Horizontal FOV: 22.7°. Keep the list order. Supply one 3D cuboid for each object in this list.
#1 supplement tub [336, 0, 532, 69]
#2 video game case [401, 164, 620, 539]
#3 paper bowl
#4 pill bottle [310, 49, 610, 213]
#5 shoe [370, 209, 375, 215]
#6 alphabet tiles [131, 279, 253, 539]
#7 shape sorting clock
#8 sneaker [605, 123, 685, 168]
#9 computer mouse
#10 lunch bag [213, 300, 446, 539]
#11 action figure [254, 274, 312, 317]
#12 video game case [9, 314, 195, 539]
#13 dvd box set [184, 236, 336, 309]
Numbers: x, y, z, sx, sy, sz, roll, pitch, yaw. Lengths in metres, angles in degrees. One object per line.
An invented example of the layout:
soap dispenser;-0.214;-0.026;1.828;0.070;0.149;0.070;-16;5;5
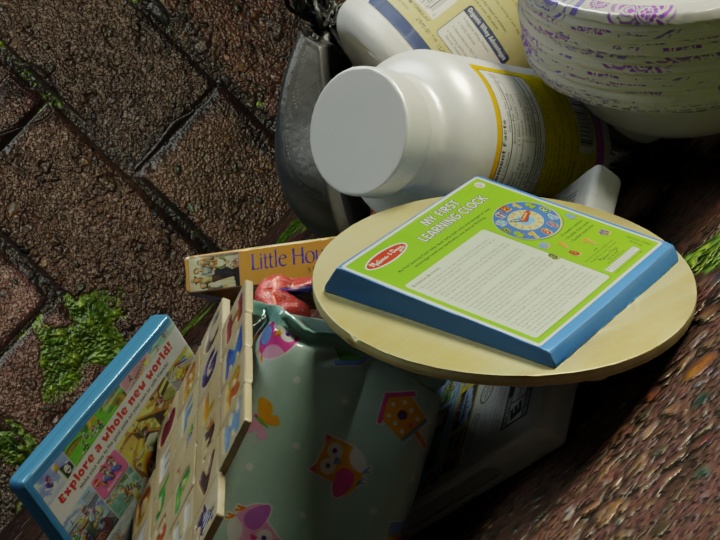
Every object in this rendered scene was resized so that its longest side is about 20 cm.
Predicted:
supplement tub;0.098;-0.180;1.242;0.200;0.145;0.144;-37;7;-5
video game case;0.072;0.054;1.036;0.182;0.023;0.201;-39;24;44
paper bowl;0.196;-0.155;1.079;0.199;0.105;0.201;-9;34;6
pill bottle;0.060;-0.076;1.079;0.104;0.105;0.199;-42;-26;30
shoe;0.086;-0.071;1.312;0.199;0.091;0.072;-19;-33;3
alphabet tiles;-0.091;0.105;0.944;0.200;0.006;0.167;-96;29;-60
shape sorting clock;0.074;0.008;0.928;0.200;0.198;0.040;-58;-24;-57
sneaker;0.175;-0.093;1.224;0.082;0.077;0.200;-48;-4;13
computer mouse;-0.031;-0.107;1.271;0.052;0.202;0.139;-9;-22;15
lunch bag;-0.038;0.109;0.995;0.200;0.121;0.172;-167;97;-81
action figure;-0.031;0.042;1.178;0.200;0.098;0.066;123;150;-79
video game case;-0.111;0.149;1.072;0.018;0.201;0.143;-1;39;43
dvd box set;0.000;0.000;1.227;0.198;0.030;0.146;-7;-9;21
